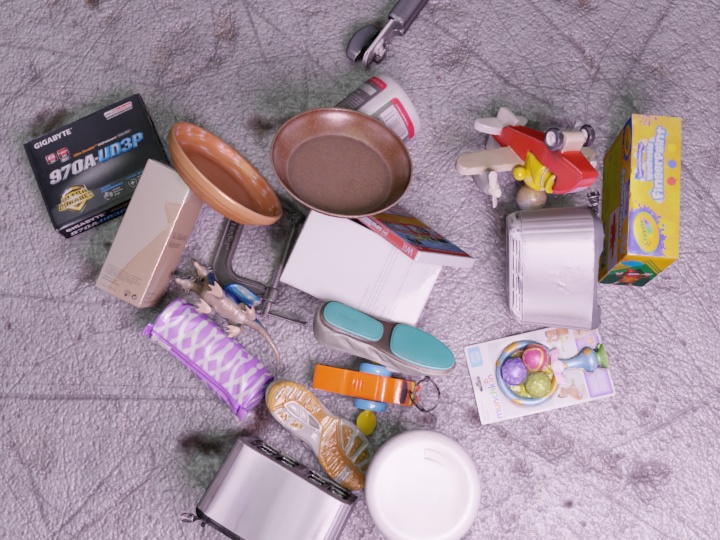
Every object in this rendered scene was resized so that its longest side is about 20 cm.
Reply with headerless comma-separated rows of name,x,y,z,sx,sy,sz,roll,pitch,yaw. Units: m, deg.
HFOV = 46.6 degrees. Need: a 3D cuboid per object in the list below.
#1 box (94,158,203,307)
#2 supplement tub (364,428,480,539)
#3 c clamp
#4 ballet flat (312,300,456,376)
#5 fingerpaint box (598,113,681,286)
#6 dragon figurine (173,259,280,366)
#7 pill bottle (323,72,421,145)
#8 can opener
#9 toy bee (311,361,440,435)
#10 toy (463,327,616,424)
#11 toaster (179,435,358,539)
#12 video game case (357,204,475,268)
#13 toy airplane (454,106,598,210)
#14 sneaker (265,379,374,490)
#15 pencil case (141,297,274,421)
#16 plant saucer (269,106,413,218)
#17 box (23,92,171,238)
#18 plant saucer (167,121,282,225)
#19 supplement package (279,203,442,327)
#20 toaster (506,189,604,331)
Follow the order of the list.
box,-0.303,-0.054,1.227,0.077,0.095,0.202,24,94,5
supplement tub,0.078,0.286,1.094,0.142,0.200,0.147,-1,76,2
c clamp,-0.139,-0.025,1.274,0.168,0.027,0.203,9,78,10
ballet flat,0.030,0.100,1.116,0.198,0.064,0.068,22,47,1
fingerpaint box,0.397,-0.094,1.190,0.072,0.167,0.203,5,76,4
dragon figurine,-0.186,0.054,1.223,0.199,0.099,0.059,34,97,-6
pill bottle,-0.015,-0.197,1.263,0.199,0.111,0.111,-38,78,-7
can opener,0.050,-0.413,1.342,0.066,0.053,0.201,33,79,9
toy bee,0.034,0.176,1.186,0.199,0.108,0.132,31,95,31
toy,0.259,0.141,1.200,0.197,0.047,0.117,-12,74,-1
toaster,-0.109,0.312,1.099,0.179,0.200,0.120,28,83,9
video game case,0.053,-0.064,1.183,0.199,0.142,0.018,38,110,34
toy airplane,0.246,-0.157,1.228,0.197,0.199,0.143,7,112,13
sneaker,-0.057,0.224,1.185,0.076,0.088,0.200,-43,102,-12
pencil case,-0.218,0.124,1.205,0.199,0.085,0.084,36,120,11
plant saucer,-0.027,-0.142,1.148,0.197,0.037,0.202,6,54,-8
box,-0.403,-0.163,1.305,0.198,0.046,0.160,-24,77,-4
plant saucer,-0.200,-0.133,1.207,0.037,0.200,0.200,-45,78,16
supplement package,0.000,0.000,1.186,0.198,0.117,0.118,26,93,-2
toaster,0.271,-0.011,1.179,0.127,0.114,0.203,-1,110,6
